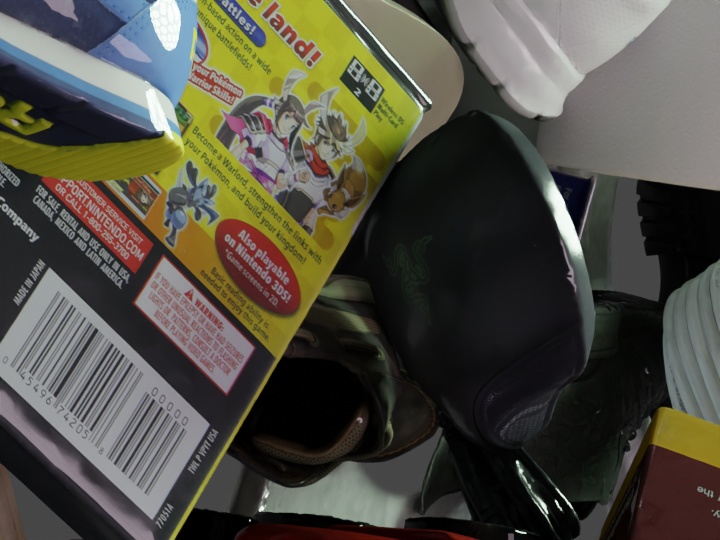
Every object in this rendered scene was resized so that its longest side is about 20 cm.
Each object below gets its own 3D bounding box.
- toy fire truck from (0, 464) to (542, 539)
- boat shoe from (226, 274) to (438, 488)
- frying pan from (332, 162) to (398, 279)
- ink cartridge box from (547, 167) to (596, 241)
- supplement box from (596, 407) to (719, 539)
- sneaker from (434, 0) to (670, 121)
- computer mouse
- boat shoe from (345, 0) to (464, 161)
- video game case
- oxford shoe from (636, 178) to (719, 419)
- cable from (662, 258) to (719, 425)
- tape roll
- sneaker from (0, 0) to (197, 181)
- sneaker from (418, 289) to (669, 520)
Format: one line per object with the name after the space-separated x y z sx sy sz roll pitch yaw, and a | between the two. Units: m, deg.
-0.057 0.097 0.893 0.200 0.175 0.130 20 74 -50 | toy fire truck
-0.027 0.042 0.990 0.074 0.074 0.200 -34 150 17 | boat shoe
0.006 -0.015 1.095 0.190 0.031 0.115 72 39 -62 | frying pan
0.059 0.008 1.117 0.200 0.037 0.095 178 -72 -88 | ink cartridge box
0.150 0.185 0.912 0.200 0.196 0.133 -69 179 -49 | supplement box
0.036 -0.146 0.966 0.087 0.075 0.200 -35 121 9 | sneaker
0.032 0.021 0.927 0.052 0.139 0.200 -21 159 -11 | computer mouse
-0.039 -0.104 0.932 0.074 0.063 0.201 -44 141 6 | boat shoe
-0.084 -0.047 0.811 0.200 0.025 0.181 46 59 -27 | video game case
0.184 0.013 1.412 0.084 0.072 0.201 -44 141 -48 | oxford shoe
0.209 0.080 1.264 0.201 0.069 0.200 61 22 8 | cable
0.137 -0.107 1.101 0.202 0.202 0.140 -3 102 -62 | tape roll
-0.118 -0.099 0.728 0.200 0.074 0.083 36 61 -39 | sneaker
0.100 0.063 1.293 0.199 0.060 0.105 6 97 -58 | sneaker
